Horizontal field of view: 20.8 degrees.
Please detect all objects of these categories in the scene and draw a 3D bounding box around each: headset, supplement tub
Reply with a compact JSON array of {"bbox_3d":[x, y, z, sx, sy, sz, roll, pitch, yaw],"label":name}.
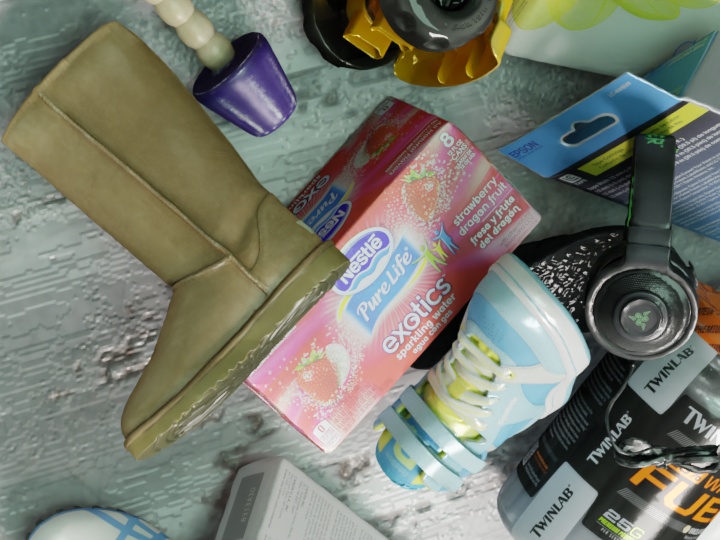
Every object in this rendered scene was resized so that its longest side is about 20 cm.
[{"bbox_3d":[0.181,0.020,1.174,0.094,0.124,0.200,6,93,7],"label":"headset"},{"bbox_3d":[0.191,0.112,1.278,0.122,0.123,0.200,29,106,-25],"label":"supplement tub"}]

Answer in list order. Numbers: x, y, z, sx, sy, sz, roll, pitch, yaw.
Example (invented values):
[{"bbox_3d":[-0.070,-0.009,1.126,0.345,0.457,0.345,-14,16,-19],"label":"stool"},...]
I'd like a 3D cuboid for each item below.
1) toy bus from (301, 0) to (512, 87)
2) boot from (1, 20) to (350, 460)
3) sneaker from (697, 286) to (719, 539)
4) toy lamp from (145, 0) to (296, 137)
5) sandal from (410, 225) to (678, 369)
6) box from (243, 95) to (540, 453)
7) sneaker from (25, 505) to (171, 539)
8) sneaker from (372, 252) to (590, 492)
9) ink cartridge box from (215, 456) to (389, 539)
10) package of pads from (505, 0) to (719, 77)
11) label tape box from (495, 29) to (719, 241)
[{"bbox_3d":[0.015,-0.230,1.149,0.200,0.136,0.192,30,78,-23],"label":"toy bus"},{"bbox_3d":[-0.130,-0.016,1.125,0.200,0.066,0.175,43,78,9],"label":"boot"},{"bbox_3d":[0.249,0.099,1.359,0.080,0.070,0.201,18,94,-9],"label":"sneaker"},{"bbox_3d":[-0.113,-0.159,1.149,0.058,0.058,0.200,-44,113,-7],"label":"toy lamp"},{"bbox_3d":[0.112,0.008,1.285,0.200,0.048,0.075,-13,123,-5],"label":"sandal"},{"bbox_3d":[0.000,0.000,1.208,0.200,0.100,0.095,-48,115,-4],"label":"box"},{"bbox_3d":[-0.122,0.212,1.229,0.200,0.072,0.072,36,90,-24],"label":"sneaker"},{"bbox_3d":[0.065,0.073,1.177,0.131,0.080,0.200,-37,158,-11],"label":"sneaker"},{"bbox_3d":[-0.019,0.238,1.246,0.200,0.050,0.161,43,47,-31],"label":"ink cartridge box"},{"bbox_3d":[0.193,-0.185,1.220,0.200,0.068,0.155,9,142,-24],"label":"package of pads"},{"bbox_3d":[0.208,-0.090,1.241,0.200,0.143,0.066,20,63,-24],"label":"label tape box"}]
